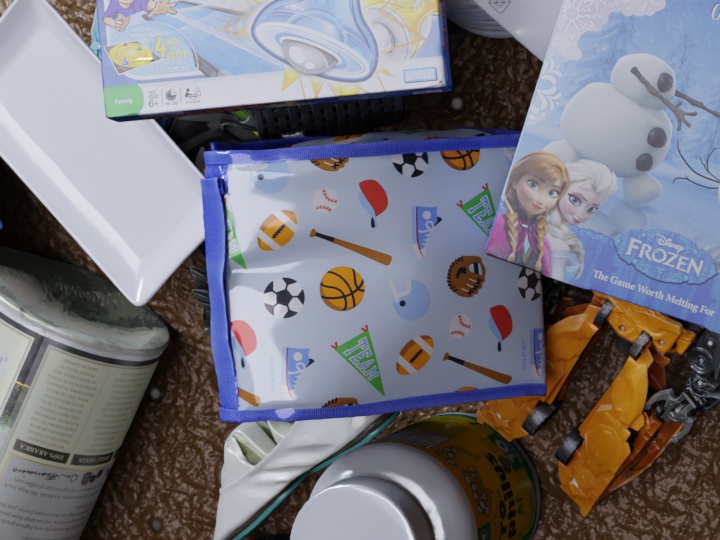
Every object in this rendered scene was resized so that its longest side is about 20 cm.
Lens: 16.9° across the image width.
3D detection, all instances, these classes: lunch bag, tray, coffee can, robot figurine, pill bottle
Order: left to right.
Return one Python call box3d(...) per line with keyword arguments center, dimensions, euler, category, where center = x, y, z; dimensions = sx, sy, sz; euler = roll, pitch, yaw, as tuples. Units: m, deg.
box3d(center=(-0.234, 0.105, 1.653), dimensions=(0.146, 0.146, 0.200), euler=(30, 105, 17), category="coffee can")
box3d(center=(-0.176, -0.082, 1.587), dimensions=(0.200, 0.022, 0.107), euler=(48, 118, 6), category="tray")
box3d(center=(0.000, 0.000, 1.461), dimensions=(0.124, 0.200, 0.170), euler=(6, 102, 62), category="lunch bag")
box3d(center=(0.033, 0.157, 1.520), dimensions=(0.113, 0.200, 0.113), euler=(2, 96, 22), category="pill bottle")
box3d(center=(0.153, 0.056, 1.498), dimensions=(0.145, 0.058, 0.200), euler=(42, 134, 13), category="robot figurine")

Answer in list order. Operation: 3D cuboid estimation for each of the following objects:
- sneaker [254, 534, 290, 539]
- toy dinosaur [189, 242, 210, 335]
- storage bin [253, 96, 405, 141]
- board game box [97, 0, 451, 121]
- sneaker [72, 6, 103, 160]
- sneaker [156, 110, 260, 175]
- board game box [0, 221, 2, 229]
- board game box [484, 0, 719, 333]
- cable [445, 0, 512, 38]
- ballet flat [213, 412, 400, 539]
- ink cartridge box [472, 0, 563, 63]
box3d(center=(-0.008, 0.241, 1.616), dimensions=(0.200, 0.076, 0.091), euler=(22, 109, 21), category="sneaker")
box3d(center=(-0.037, 0.007, 1.595), dimensions=(0.136, 0.102, 0.200), euler=(-11, 84, 4), category="toy dinosaur")
box3d(center=(-0.034, -0.185, 1.503), dimensions=(0.094, 0.135, 0.200), euler=(-11, 88, 0), category="storage bin")
box3d(center=(-0.053, -0.163, 1.406), dimensions=(0.200, 0.034, 0.135), euler=(-5, 89, 8), category="board game box")
box3d(center=(-0.159, -0.101, 1.637), dimensions=(0.074, 0.082, 0.200), euler=(-2, 94, 21), category="sneaker")
box3d(center=(-0.074, -0.111, 1.607), dimensions=(0.083, 0.071, 0.200), euler=(37, 104, 21), category="sneaker")
box3d(center=(-0.315, -0.040, 1.669), dimensions=(0.135, 0.034, 0.200), euler=(-52, 36, 18), category="board game box")
box3d(center=(0.194, -0.073, 1.375), dimensions=(0.200, 0.043, 0.199), euler=(18, 103, 5), category="board game box")
box3d(center=(0.093, -0.247, 1.493), dimensions=(0.200, 0.069, 0.200), euler=(-10, 73, 40), category="cable")
box3d(center=(-0.049, 0.114, 1.599), dimensions=(0.200, 0.069, 0.069), euler=(-41, 79, 43), category="ballet flat")
box3d(center=(0.162, -0.140, 1.410), dimensions=(0.200, 0.039, 0.099), euler=(42, 109, -1), category="ink cartridge box")
